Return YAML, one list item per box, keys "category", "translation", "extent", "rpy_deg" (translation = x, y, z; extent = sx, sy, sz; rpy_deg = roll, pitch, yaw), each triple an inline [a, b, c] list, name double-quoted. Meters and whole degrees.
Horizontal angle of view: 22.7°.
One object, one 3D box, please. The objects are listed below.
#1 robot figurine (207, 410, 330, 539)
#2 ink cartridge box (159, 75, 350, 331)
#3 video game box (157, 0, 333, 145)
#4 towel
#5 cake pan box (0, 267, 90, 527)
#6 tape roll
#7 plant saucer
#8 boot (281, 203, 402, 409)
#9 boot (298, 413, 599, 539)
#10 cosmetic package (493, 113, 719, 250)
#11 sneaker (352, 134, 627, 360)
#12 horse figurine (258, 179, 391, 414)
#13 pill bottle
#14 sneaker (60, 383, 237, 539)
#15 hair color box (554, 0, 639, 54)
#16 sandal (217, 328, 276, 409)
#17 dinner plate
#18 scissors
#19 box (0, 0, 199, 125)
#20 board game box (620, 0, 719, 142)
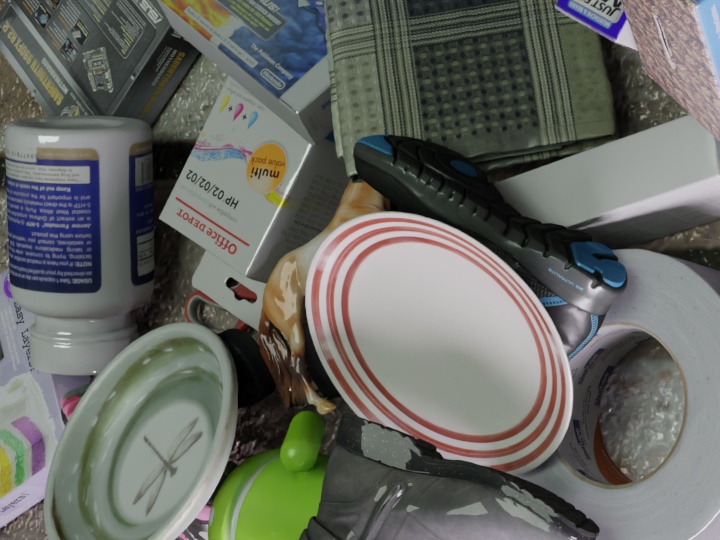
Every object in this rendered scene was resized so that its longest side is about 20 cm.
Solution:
- category: "robot figurine"
  translation: [-0.025, 0.191, 1.273]
  extent: [0.199, 0.115, 0.176]
  rpy_deg: [8, 108, 41]
- category: "ink cartridge box"
  translation: [-0.077, -0.062, 1.389]
  extent: [0.115, 0.068, 0.201]
  rpy_deg: [31, 98, 40]
- category: "video game box"
  translation: [-0.031, -0.210, 1.351]
  extent: [0.182, 0.047, 0.200]
  rpy_deg: [-41, 52, -11]
- category: "towel"
  translation: [0.071, -0.153, 1.246]
  extent: [0.192, 0.035, 0.201]
  rpy_deg: [-8, 63, 3]
- category: "cake pan box"
  translation: [-0.316, 0.112, 1.580]
  extent: [0.184, 0.052, 0.201]
  rpy_deg: [-32, 63, 29]
- category: "tape roll"
  translation: [0.179, 0.089, 1.154]
  extent: [0.200, 0.066, 0.201]
  rpy_deg: [-10, 75, 40]
- category: "plant saucer"
  translation: [-0.151, 0.137, 1.323]
  extent: [0.200, 0.050, 0.201]
  rpy_deg: [-28, 44, 31]
- category: "boot"
  translation: [0.000, 0.000, 1.315]
  extent: [0.150, 0.073, 0.201]
  rpy_deg: [-17, 78, 31]
- category: "boot"
  translation: [0.048, 0.182, 1.141]
  extent: [0.199, 0.070, 0.132]
  rpy_deg: [18, 85, 36]
- category: "cosmetic package"
  translation: [0.165, -0.048, 1.182]
  extent: [0.199, 0.082, 0.051]
  rpy_deg: [-18, 68, 36]
- category: "sneaker"
  translation: [0.069, -0.016, 1.149]
  extent: [0.200, 0.073, 0.082]
  rpy_deg: [36, 117, 17]
- category: "horse figurine"
  translation: [-0.010, 0.011, 1.247]
  extent: [0.200, 0.050, 0.133]
  rpy_deg: [-43, 68, 22]
- category: "pill bottle"
  translation: [-0.228, -0.022, 1.470]
  extent: [0.119, 0.119, 0.201]
  rpy_deg: [10, 104, 41]
- category: "sneaker"
  translation: [-0.174, 0.165, 1.434]
  extent: [0.200, 0.079, 0.096]
  rpy_deg: [35, 131, 35]
- category: "hair color box"
  translation: [0.219, -0.233, 1.153]
  extent: [0.065, 0.109, 0.201]
  rpy_deg: [36, 104, 39]
- category: "sandal"
  translation: [-0.115, 0.080, 1.405]
  extent: [0.200, 0.048, 0.076]
  rpy_deg: [-11, 110, 56]
- category: "dinner plate"
  translation: [0.051, 0.047, 1.154]
  extent: [0.199, 0.024, 0.201]
  rpy_deg: [20, 130, 25]
- category: "scissors"
  translation: [-0.061, 0.034, 1.403]
  extent: [0.199, 0.014, 0.073]
  rpy_deg: [18, 86, 38]
- category: "box"
  translation: [-0.231, -0.209, 1.569]
  extent: [0.159, 0.048, 0.200]
  rpy_deg: [-55, 53, 20]
- category: "board game box"
  translation: [0.252, -0.194, 1.040]
  extent: [0.200, 0.160, 0.097]
  rpy_deg: [-39, 55, -2]
